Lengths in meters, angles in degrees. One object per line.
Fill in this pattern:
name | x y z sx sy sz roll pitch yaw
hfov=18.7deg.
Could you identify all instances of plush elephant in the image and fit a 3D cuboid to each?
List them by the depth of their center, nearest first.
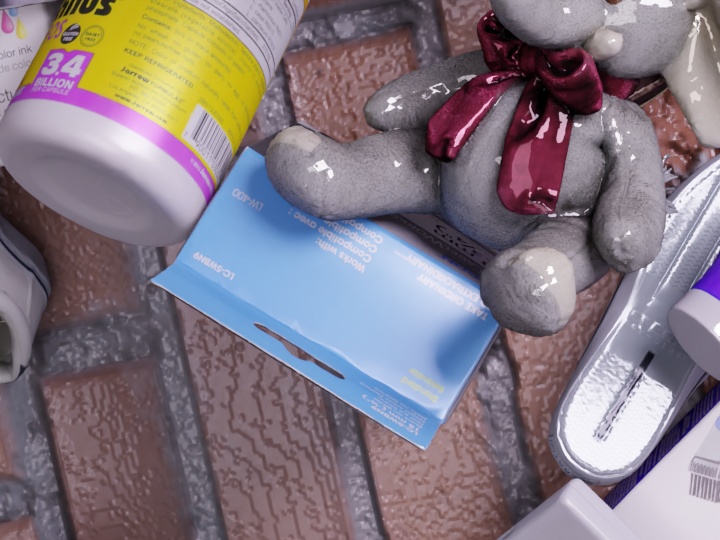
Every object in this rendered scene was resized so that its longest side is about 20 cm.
plush elephant | 0.088 -0.084 0.952 0.165 0.200 0.155 33 123 36

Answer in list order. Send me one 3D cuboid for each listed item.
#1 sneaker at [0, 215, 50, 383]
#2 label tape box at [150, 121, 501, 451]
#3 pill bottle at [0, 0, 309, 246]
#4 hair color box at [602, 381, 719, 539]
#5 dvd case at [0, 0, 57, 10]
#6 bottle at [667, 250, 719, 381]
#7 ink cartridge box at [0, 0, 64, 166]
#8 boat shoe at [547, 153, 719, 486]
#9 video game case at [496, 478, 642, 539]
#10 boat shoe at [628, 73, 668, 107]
sneaker | -0.211 -0.008 1.057 0.073 0.200 0.071 -18 57 21
label tape box | 0.000 0.000 1.021 0.144 0.200 0.063 31 102 3
pill bottle | -0.086 -0.119 1.033 0.104 0.104 0.200 22 68 5
hair color box | 0.199 0.113 1.077 0.109 0.065 0.200 43 104 2
dvd case | -0.167 -0.197 1.021 0.016 0.200 0.149 -10 97 26
bottle | 0.228 -0.028 1.007 0.200 0.084 0.065 -41 87 -14
ink cartridge box | -0.220 -0.147 1.093 0.144 0.084 0.200 -12 97 11
boat shoe | 0.152 0.017 1.068 0.074 0.067 0.200 41 80 1
video game case | 0.124 0.215 1.078 0.200 0.022 0.182 44 136 0
boat shoe | 0.155 -0.133 1.042 0.200 0.072 0.072 -33 92 13
